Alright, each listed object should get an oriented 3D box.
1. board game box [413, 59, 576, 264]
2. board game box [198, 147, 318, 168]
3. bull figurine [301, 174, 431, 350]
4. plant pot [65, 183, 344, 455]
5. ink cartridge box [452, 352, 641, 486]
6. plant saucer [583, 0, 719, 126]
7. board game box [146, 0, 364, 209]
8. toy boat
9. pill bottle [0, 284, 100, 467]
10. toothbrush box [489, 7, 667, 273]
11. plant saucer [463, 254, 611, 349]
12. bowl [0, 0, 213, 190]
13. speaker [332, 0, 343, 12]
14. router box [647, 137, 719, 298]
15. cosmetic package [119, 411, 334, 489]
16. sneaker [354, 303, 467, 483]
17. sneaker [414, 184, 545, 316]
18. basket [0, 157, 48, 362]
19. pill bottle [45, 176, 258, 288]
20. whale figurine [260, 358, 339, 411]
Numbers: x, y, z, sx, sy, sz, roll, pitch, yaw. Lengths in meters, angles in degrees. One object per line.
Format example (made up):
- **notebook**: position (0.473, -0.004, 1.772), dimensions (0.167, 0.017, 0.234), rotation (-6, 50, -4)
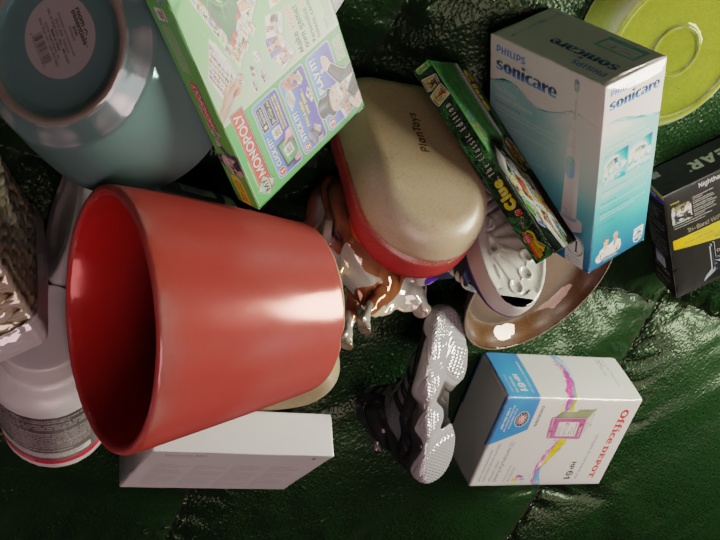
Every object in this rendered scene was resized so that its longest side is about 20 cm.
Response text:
- **board game box**: position (0.125, -0.102, 0.927), dimensions (0.023, 0.202, 0.104), rotation (-34, 173, 26)
- **board game box**: position (-0.125, -0.159, 0.909), dimensions (0.197, 0.028, 0.137), rotation (-2, 125, -21)
- **bull figurine**: position (0.000, 0.000, 1.032), dimensions (0.064, 0.122, 0.201), rotation (-11, 131, 36)
- **plant pot**: position (-0.121, 0.034, 0.816), dimensions (0.175, 0.201, 0.203), rotation (-2, 127, -36)
- **ink cartridge box**: position (0.227, 0.185, 1.261), dimensions (0.197, 0.085, 0.146), rotation (3, 123, -24)
- **plant saucer**: position (0.311, -0.226, 1.027), dimensions (0.197, 0.031, 0.202), rotation (-11, 128, -14)
- **board game box**: position (-0.072, -0.164, 0.759), dimensions (0.135, 0.029, 0.201), rotation (-45, 139, -24)
- **toy boat**: position (0.029, -0.071, 0.933), dimensions (0.129, 0.202, 0.131), rotation (5, 137, -23)
- **pill bottle**: position (-0.285, 0.096, 0.937), dimensions (0.109, 0.112, 0.201), rotation (-7, 152, -16)
- **toothbrush box**: position (0.199, -0.125, 0.973), dimensions (0.085, 0.146, 0.202), rotation (-27, 132, -25)
- **plant saucer**: position (0.192, 0.007, 1.125), dimensions (0.198, 0.032, 0.202), rotation (-22, 144, -17)
- **bowl**: position (-0.200, -0.159, 0.758), dimensions (0.201, 0.201, 0.105), rotation (-43, 171, 13)
- **speaker**: position (-0.078, -0.198, 0.832), dimensions (0.088, 0.088, 0.202), rotation (32, 90, -36)
- **router box**: position (0.427, -0.077, 1.166), dimensions (0.198, 0.052, 0.159), rotation (-24, 129, -3)
- **cosmetic package**: position (-0.147, 0.195, 1.103), dimensions (0.197, 0.052, 0.151), rotation (7, 155, -25)
- **sneaker**: position (0.052, 0.129, 1.143), dimensions (0.075, 0.113, 0.204), rotation (-9, 109, -47)
- **sneaker**: position (0.103, -0.008, 0.992), dimensions (0.079, 0.202, 0.147), rotation (9, 139, -23)
- **basket**: position (-0.371, -0.015, 0.811), dimensions (0.196, 0.201, 0.162), rotation (-23, 128, -4)
- **pill bottle**: position (-0.177, -0.024, 0.933), dimensions (0.197, 0.114, 0.115), rotation (14, 119, -28)
- **whale figurine**: position (-0.119, 0.091, 1.064), dimensions (0.197, 0.105, 0.159), rotation (-17, 155, 21)
